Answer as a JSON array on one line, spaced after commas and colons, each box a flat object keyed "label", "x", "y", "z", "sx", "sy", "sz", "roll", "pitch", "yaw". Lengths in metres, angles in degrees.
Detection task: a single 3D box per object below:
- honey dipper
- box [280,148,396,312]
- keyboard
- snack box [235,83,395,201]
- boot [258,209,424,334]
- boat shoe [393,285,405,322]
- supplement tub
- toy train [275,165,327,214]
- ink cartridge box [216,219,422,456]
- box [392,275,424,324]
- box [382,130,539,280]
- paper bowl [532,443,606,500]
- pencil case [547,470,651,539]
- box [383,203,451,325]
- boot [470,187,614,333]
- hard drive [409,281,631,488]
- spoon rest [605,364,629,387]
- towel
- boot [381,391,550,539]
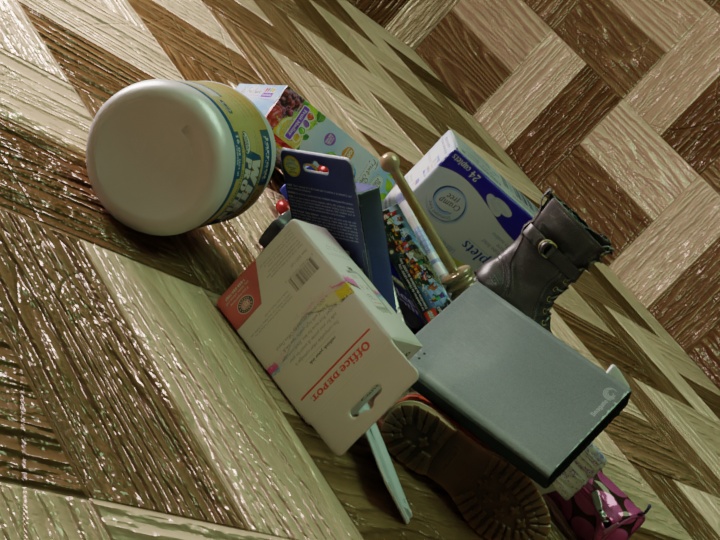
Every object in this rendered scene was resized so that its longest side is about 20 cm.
[{"label": "honey dipper", "x": 0.079, "y": -0.044, "z": 1.590, "sx": 0.200, "sy": 0.038, "sz": 0.038, "roll": 60, "pitch": 12, "yaw": -7}, {"label": "box", "x": -0.020, "y": -0.022, "z": 1.413, "sx": 0.032, "sy": 0.201, "sz": 0.121, "roll": -22, "pitch": 23, "yaw": -33}, {"label": "keyboard", "x": 0.011, "y": 0.157, "z": 1.348, "sx": 0.056, "sy": 0.011, "sz": 0.200, "roll": 58, "pitch": 4, "yaw": -32}, {"label": "snack box", "x": -0.071, "y": -0.160, "z": 1.870, "sx": 0.200, "sy": 0.068, "sz": 0.169, "roll": 39, "pitch": -9, "yaw": -26}, {"label": "boot", "x": -0.001, "y": 0.000, "z": 1.644, "sx": 0.200, "sy": 0.066, "sz": 0.165, "roll": 42, "pitch": 40, "yaw": 8}, {"label": "boat shoe", "x": 0.000, "y": 0.032, "z": 1.527, "sx": 0.072, "sy": 0.072, "sz": 0.200, "roll": 90, "pitch": -15, "yaw": -52}, {"label": "supplement tub", "x": -0.167, "y": -0.113, "z": 1.399, "sx": 0.145, "sy": 0.145, "sz": 0.200, "roll": 44, "pitch": 14, "yaw": 4}, {"label": "toy train", "x": -0.011, "y": -0.031, "z": 1.768, "sx": 0.200, "sy": 0.085, "sz": 0.116, "roll": 50, "pitch": 1, "yaw": 23}, {"label": "ink cartridge box", "x": -0.028, "y": 0.064, "z": 1.326, "sx": 0.200, "sy": 0.116, "sz": 0.067, "roll": 51, "pitch": 16, "yaw": 25}, {"label": "box", "x": 0.060, "y": 0.057, "z": 1.783, "sx": 0.121, "sy": 0.032, "sz": 0.200, "roll": 38, "pitch": 14, "yaw": -23}, {"label": "box", "x": 0.120, "y": -0.048, "z": 1.911, "sx": 0.184, "sy": 0.200, "sz": 0.105, "roll": 40, "pitch": 15, "yaw": -14}, {"label": "paper bowl", "x": 0.161, "y": 0.167, "z": 1.542, "sx": 0.201, "sy": 0.104, "sz": 0.201, "roll": 47, "pitch": 2, "yaw": -2}, {"label": "pencil case", "x": 0.240, "y": 0.234, "z": 1.649, "sx": 0.200, "sy": 0.091, "sz": 0.094, "roll": 48, "pitch": 10, "yaw": 30}, {"label": "box", "x": 0.065, "y": 0.007, "z": 1.630, "sx": 0.137, "sy": 0.038, "sz": 0.200, "roll": 62, "pitch": 1, "yaw": 10}, {"label": "boot", "x": 0.238, "y": 0.022, "z": 1.741, "sx": 0.200, "sy": 0.174, "sz": 0.069, "roll": 49, "pitch": 11, "yaw": -9}, {"label": "hard drive", "x": 0.149, "y": 0.110, "z": 1.423, "sx": 0.200, "sy": 0.140, "sz": 0.033, "roll": 36, "pitch": -34, "yaw": 23}, {"label": "spoon rest", "x": 0.215, "y": 0.117, "z": 1.636, "sx": 0.200, "sy": 0.061, "sz": 0.099, "roll": 16, "pitch": -31, "yaw": 55}, {"label": "towel", "x": 0.101, "y": 0.005, "z": 1.711, "sx": 0.200, "sy": 0.024, "sz": 0.147, "roll": 63, "pitch": 2, "yaw": 22}, {"label": "boot", "x": 0.111, "y": 0.194, "z": 1.436, "sx": 0.200, "sy": 0.075, "sz": 0.107, "roll": 42, "pitch": 9, "yaw": -1}]
